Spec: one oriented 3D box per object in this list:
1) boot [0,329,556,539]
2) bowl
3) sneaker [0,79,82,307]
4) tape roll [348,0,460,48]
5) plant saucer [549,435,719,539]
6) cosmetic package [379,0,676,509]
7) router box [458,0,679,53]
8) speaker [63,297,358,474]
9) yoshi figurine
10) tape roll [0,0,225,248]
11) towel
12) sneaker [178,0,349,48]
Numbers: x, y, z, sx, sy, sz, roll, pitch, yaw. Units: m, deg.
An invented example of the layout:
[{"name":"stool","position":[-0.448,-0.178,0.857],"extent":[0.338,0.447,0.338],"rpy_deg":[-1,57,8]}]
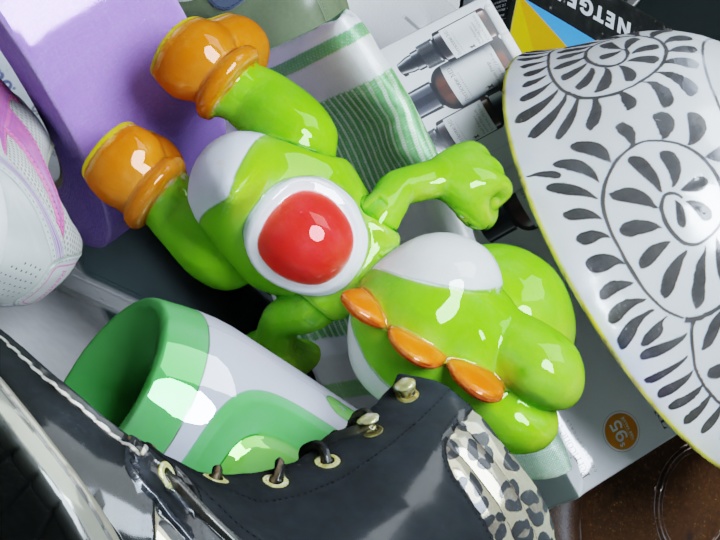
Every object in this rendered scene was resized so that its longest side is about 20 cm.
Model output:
[{"name":"boot","position":[-0.038,0.071,0.588],"extent":[0.204,0.073,0.154],"rpy_deg":[48,45,1]},{"name":"bowl","position":[0.153,-0.025,0.771],"extent":[0.201,0.094,0.202],"rpy_deg":[42,29,-31]},{"name":"sneaker","position":[-0.172,-0.052,0.736],"extent":[0.088,0.081,0.201],"rpy_deg":[29,24,-53]},{"name":"tape roll","position":[-0.018,-0.136,1.137],"extent":[0.139,0.203,0.203],"rpy_deg":[36,15,-23]},{"name":"plant saucer","position":[0.144,0.105,0.876],"extent":[0.200,0.202,0.034],"rpy_deg":[32,-17,-34]},{"name":"cosmetic package","position":[0.065,-0.008,0.806],"extent":[0.201,0.082,0.051],"rpy_deg":[59,-17,5]},{"name":"router box","position":[0.125,-0.045,0.920],"extent":[0.199,0.151,0.051],"rpy_deg":[22,-18,-33]},{"name":"speaker","position":[-0.015,0.092,0.687],"extent":[0.199,0.089,0.089],"rpy_deg":[35,15,-26]},{"name":"yoshi figurine","position":[0.002,-0.005,0.710],"extent":[0.200,0.113,0.112],"rpy_deg":[38,54,16]},{"name":"tape roll","position":[-0.142,-0.109,0.798],"extent":[0.200,0.066,0.201],"rpy_deg":[45,-18,19]},{"name":"towel","position":[0.000,0.000,0.801],"extent":[0.023,0.152,0.201],"rpy_deg":[-27,96,-33]},{"name":"sneaker","position":[-0.084,-0.120,0.887],"extent":[0.067,0.199,0.090],"rpy_deg":[-45,119,-37]}]
